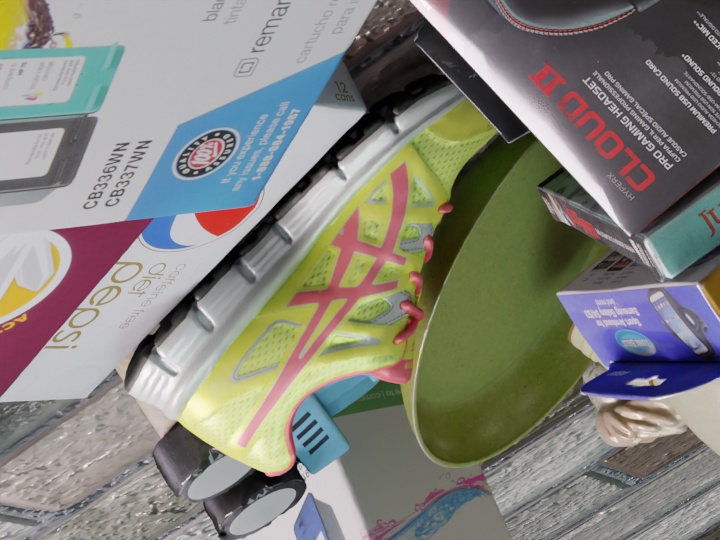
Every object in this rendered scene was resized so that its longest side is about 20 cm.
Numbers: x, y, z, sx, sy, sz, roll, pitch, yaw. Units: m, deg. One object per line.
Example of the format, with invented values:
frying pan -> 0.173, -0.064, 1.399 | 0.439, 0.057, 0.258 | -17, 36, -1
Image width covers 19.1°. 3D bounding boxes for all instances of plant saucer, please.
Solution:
plant saucer -> 0.077, -0.004, 0.976 | 0.200, 0.031, 0.201 | -39, 147, -32

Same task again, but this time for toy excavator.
toy excavator -> -0.007, 0.030, 0.990 | 0.200, 0.100, 0.195 | -34, 157, -1

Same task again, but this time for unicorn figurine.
unicorn figurine -> 0.145, 0.033, 1.116 | 0.137, 0.074, 0.200 | -30, -171, 15

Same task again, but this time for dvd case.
dvd case -> 0.146, -0.057, 0.812 | 0.146, 0.022, 0.200 | -36, -172, 0

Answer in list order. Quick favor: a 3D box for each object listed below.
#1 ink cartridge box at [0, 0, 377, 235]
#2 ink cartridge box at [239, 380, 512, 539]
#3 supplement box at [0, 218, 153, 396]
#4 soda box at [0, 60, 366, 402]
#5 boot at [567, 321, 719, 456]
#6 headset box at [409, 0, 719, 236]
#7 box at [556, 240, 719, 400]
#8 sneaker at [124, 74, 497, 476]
ink cartridge box -> -0.112, -0.105, 0.545 | 0.199, 0.147, 0.147 | -8, 150, -32
ink cartridge box -> 0.008, 0.153, 1.102 | 0.087, 0.201, 0.145 | -9, 151, -31
supplement box -> -0.164, -0.010, 0.756 | 0.110, 0.086, 0.200 | -1, 146, -43
soda box -> -0.089, -0.028, 0.819 | 0.068, 0.064, 0.200 | 2, 145, -46
boot -> 0.177, 0.032, 0.925 | 0.072, 0.155, 0.200 | -43, 169, -21
headset box -> 0.102, -0.120, 0.700 | 0.200, 0.149, 0.075 | -40, -174, 31
box -> 0.159, -0.024, 0.781 | 0.200, 0.042, 0.119 | -36, -171, -17
sneaker -> 0.000, 0.000, 0.871 | 0.200, 0.090, 0.078 | -46, -174, 1
